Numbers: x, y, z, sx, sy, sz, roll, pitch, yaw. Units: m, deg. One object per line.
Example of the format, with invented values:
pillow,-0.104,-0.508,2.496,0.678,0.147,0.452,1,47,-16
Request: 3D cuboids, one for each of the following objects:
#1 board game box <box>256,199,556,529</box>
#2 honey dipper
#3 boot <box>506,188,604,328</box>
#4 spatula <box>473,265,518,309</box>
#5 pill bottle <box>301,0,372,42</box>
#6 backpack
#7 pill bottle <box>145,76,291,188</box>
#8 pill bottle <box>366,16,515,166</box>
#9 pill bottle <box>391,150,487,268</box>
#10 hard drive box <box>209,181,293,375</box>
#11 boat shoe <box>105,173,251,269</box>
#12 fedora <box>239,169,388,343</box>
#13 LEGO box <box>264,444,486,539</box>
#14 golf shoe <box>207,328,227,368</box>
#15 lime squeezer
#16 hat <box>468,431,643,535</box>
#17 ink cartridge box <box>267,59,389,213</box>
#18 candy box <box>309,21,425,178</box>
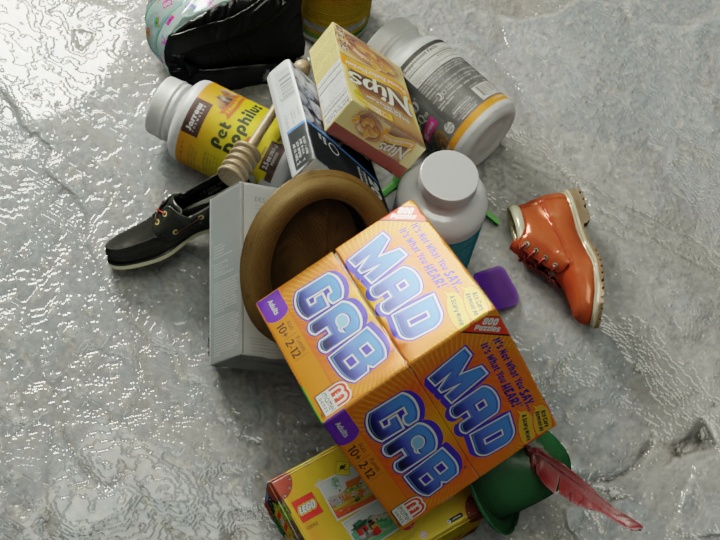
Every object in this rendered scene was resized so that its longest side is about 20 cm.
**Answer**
board game box,0.047,0.097,1.420,0.199,0.200,0.200,-33,42,-1
honey dipper,-0.110,-0.182,1.656,0.038,0.038,0.201,25,58,7
boot,0.243,-0.009,1.713,0.106,0.075,0.201,-7,54,-7
spatula,0.115,0.043,1.669,0.199,0.021,0.057,-21,73,-29
pill bottle,-0.032,-0.401,1.816,0.110,0.200,0.112,3,61,-6
backpack,-0.179,-0.319,1.791,0.198,0.168,0.127,-22,46,-15
pill bottle,-0.166,-0.167,1.720,0.199,0.110,0.110,26,61,7
pill bottle,0.097,-0.232,1.788,0.116,0.117,0.200,-39,71,-24
pill bottle,0.090,-0.059,1.641,0.110,0.200,0.112,3,61,-6
hard drive box,-0.091,0.013,1.585,0.155,0.077,0.202,10,72,-34
boat shoe,-0.221,-0.064,1.657,0.200,0.063,0.074,-23,37,1
fedora,-0.057,-0.018,1.499,0.199,0.202,0.082,-24,27,-19
LEGO box,0.015,0.263,1.523,0.199,0.077,0.150,-26,67,-20
golf shoe,-0.125,0.029,1.637,0.091,0.073,0.201,15,60,2
lime squeezer,0.082,-0.098,1.756,0.198,0.038,0.071,3,61,-7
hat,0.217,0.195,1.500,0.175,0.165,0.202,-19,80,23
ink cartridge box,-0.022,-0.127,1.621,0.043,0.200,0.199,-35,41,17
candy box,0.006,-0.207,1.649,0.115,0.055,0.201,30,26,-27
